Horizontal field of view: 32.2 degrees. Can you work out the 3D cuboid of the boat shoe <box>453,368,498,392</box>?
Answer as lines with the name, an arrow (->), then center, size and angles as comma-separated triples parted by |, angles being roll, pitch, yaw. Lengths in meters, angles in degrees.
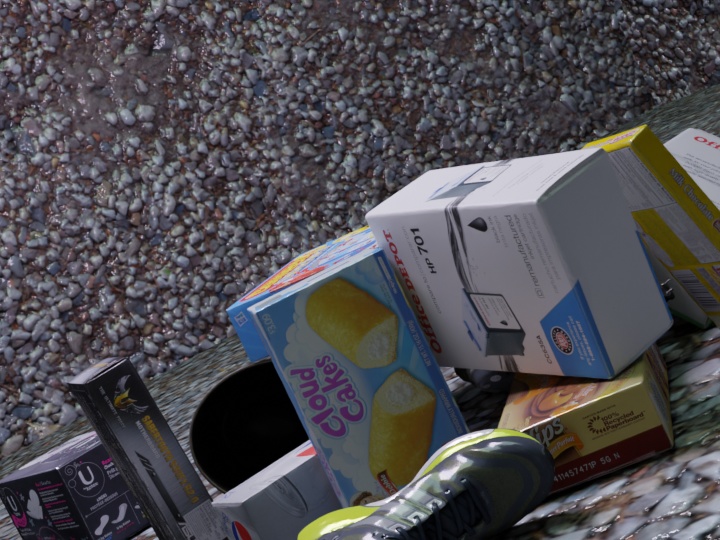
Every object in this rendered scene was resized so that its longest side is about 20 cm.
boat shoe -> 0.183, 0.054, 1.277 | 0.201, 0.072, 0.060 | -32, 11, -18

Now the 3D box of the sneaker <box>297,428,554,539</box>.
sneaker -> 0.041, 0.175, 0.818 | 0.200, 0.074, 0.081 | -33, 10, 8

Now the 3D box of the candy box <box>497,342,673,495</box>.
candy box -> 0.172, 0.100, 0.945 | 0.115, 0.056, 0.200 | -24, 5, 16

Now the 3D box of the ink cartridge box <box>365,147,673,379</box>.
ink cartridge box -> 0.115, -0.003, 0.945 | 0.086, 0.147, 0.200 | -36, 19, -32

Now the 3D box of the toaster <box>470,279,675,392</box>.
toaster -> 0.169, 0.015, 1.090 | 0.113, 0.130, 0.200 | 12, -39, -40

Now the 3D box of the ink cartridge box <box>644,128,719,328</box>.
ink cartridge box -> 0.319, -0.046, 1.176 | 0.146, 0.084, 0.200 | 30, 40, 30

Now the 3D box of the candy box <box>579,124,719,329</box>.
candy box -> 0.263, -0.031, 1.014 | 0.026, 0.200, 0.102 | -45, 10, -16

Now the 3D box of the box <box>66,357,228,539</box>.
box -> -0.207, 0.181, 1.207 | 0.048, 0.201, 0.158 | -31, 5, -19

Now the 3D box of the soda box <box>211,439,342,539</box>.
soda box -> -0.025, 0.178, 1.072 | 0.200, 0.069, 0.063 | -28, 6, -33

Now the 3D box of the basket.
basket -> -0.084, 0.157, 1.238 | 0.179, 0.137, 0.200 | -3, -4, -11

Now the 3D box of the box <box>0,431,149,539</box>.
box -> -0.322, 0.259, 1.476 | 0.132, 0.115, 0.200 | -30, 7, -38

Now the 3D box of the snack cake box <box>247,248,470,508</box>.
snack cake box -> 0.004, 0.096, 0.998 | 0.115, 0.201, 0.067 | -27, 5, -10

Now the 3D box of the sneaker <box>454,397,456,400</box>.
sneaker -> 0.040, 0.135, 1.281 | 0.084, 0.077, 0.200 | -55, 10, -2

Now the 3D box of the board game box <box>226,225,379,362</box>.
board game box -> 0.000, 0.000, 1.191 | 0.195, 0.056, 0.200 | -22, 8, 23
